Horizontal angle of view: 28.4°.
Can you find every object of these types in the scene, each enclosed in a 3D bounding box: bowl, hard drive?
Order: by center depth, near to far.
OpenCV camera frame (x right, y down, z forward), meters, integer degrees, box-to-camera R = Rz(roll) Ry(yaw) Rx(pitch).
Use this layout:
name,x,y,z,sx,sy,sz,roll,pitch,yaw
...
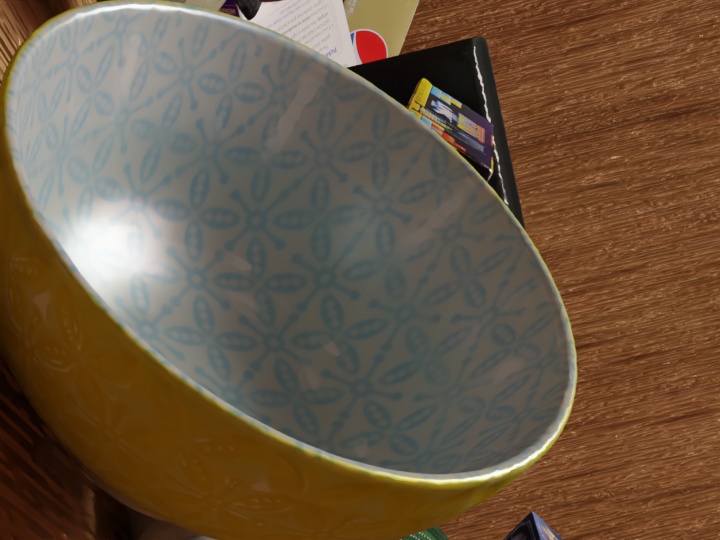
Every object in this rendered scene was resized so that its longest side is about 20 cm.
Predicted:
name,x,y,z,sx,sy,sz,roll,pitch,yaw
bowl,-0.041,0.018,0.456,0.108,0.200,0.200,-53,-151,32
hard drive,-0.002,-0.058,0.900,0.033,0.200,0.140,-25,104,-64

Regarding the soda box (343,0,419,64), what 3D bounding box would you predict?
name,x,y,z,sx,sy,sz,roll,pitch,yaw
soda box,-0.021,-0.155,1.178,0.068,0.064,0.200,44,-64,61

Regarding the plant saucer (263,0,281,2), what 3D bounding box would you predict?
name,x,y,z,sx,sy,sz,roll,pitch,yaw
plant saucer,-0.054,-0.267,0.882,0.032,0.200,0.201,-3,79,-57

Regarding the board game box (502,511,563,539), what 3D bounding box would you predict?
name,x,y,z,sx,sy,sz,roll,pitch,yaw
board game box,0.061,0.259,0.931,0.035,0.200,0.135,43,7,-6

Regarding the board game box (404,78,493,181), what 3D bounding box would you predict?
name,x,y,z,sx,sy,sz,roll,pitch,yaw
board game box,0.000,0.000,0.788,0.200,0.057,0.165,-58,-178,15

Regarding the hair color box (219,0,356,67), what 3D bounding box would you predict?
name,x,y,z,sx,sy,sz,roll,pitch,yaw
hair color box,-0.057,-0.137,1.044,0.109,0.065,0.200,-41,128,-40

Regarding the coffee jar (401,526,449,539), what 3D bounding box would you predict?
name,x,y,z,sx,sy,sz,roll,pitch,yaw
coffee jar,0.013,0.226,0.902,0.085,0.104,0.200,41,7,-6

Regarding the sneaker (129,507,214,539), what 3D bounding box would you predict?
name,x,y,z,sx,sy,sz,roll,pitch,yaw
sneaker,-0.039,0.116,0.575,0.200,0.081,0.088,75,6,-58

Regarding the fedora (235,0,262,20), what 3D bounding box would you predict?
name,x,y,z,sx,sy,sz,roll,pitch,yaw
fedora,-0.099,-0.183,0.573,0.201,0.091,0.201,-12,90,-87

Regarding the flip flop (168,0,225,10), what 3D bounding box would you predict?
name,x,y,z,sx,sy,sz,roll,pitch,yaw
flip flop,-0.059,-0.194,0.721,0.058,0.200,0.081,24,-9,44
